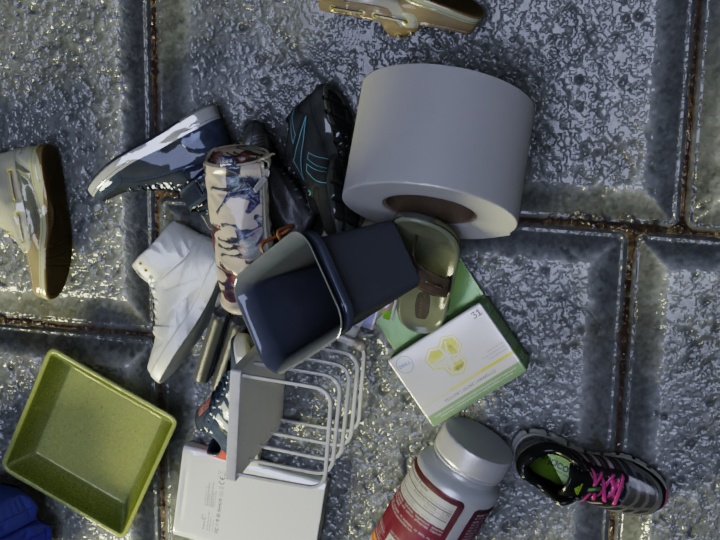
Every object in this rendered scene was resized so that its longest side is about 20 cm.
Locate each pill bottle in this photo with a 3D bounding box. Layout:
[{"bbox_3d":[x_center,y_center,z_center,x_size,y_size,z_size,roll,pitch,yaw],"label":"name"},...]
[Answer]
[{"bbox_3d":[0.101,0.289,1.752,0.114,0.114,0.201,31,109,6],"label":"pill bottle"}]

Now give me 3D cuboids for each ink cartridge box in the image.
[{"bbox_3d":[0.094,0.070,1.734,0.145,0.048,0.200,-33,96,20],"label":"ink cartridge box"}]

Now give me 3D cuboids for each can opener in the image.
[{"bbox_3d":[-0.161,0.061,1.803,0.053,0.067,0.201,25,122,6],"label":"can opener"}]

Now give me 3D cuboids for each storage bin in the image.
[{"bbox_3d":[-0.037,0.012,1.598,0.200,0.134,0.146,-34,78,55],"label":"storage bin"}]

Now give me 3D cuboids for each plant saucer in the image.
[{"bbox_3d":[-0.357,0.226,1.894,0.199,0.048,0.201,29,109,6],"label":"plant saucer"}]

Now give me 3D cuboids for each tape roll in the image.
[{"bbox_3d":[0.088,-0.130,1.581,0.201,0.203,0.140,6,77,13],"label":"tape roll"}]

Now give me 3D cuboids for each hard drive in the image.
[{"bbox_3d":[-0.146,0.312,1.871,0.199,0.026,0.133,13,107,11],"label":"hard drive"}]

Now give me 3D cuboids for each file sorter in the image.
[{"bbox_3d":[-0.074,0.164,1.722,0.124,0.200,0.140,8,106,11],"label":"file sorter"}]

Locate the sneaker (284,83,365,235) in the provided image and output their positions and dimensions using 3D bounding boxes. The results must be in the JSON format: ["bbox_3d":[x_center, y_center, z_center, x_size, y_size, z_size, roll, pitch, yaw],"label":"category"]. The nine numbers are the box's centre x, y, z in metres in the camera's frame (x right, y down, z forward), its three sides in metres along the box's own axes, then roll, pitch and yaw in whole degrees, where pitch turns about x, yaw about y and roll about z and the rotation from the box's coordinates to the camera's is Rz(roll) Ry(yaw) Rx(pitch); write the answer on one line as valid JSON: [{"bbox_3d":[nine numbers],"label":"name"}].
[{"bbox_3d":[-0.044,-0.121,1.685,0.079,0.075,0.201,-23,62,30],"label":"sneaker"}]

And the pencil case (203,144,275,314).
[{"bbox_3d":[-0.136,-0.047,1.679,0.089,0.078,0.201,12,113,45],"label":"pencil case"}]

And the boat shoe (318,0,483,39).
[{"bbox_3d":[0.044,-0.307,1.642,0.199,0.074,0.067,20,121,11],"label":"boat shoe"}]

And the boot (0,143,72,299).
[{"bbox_3d":[-0.462,-0.061,1.836,0.154,0.072,0.201,-1,99,15],"label":"boot"}]

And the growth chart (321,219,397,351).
[{"bbox_3d":[0.000,0.000,1.719,0.144,0.018,0.201,28,99,-8],"label":"growth chart"}]

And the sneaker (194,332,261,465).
[{"bbox_3d":[-0.171,0.166,1.790,0.084,0.075,0.201,4,122,6],"label":"sneaker"}]

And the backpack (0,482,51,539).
[{"bbox_3d":[-0.540,0.366,1.925,0.199,0.162,0.169,11,98,25],"label":"backpack"}]

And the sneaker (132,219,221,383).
[{"bbox_3d":[-0.249,0.035,1.807,0.115,0.074,0.201,30,100,8],"label":"sneaker"}]

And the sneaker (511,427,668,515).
[{"bbox_3d":[0.274,0.255,1.710,0.199,0.087,0.074,20,108,9],"label":"sneaker"}]

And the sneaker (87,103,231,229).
[{"bbox_3d":[-0.234,-0.097,1.762,0.202,0.077,0.147,-27,93,19],"label":"sneaker"}]

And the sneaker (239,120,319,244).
[{"bbox_3d":[-0.089,-0.091,1.734,0.090,0.066,0.201,-10,103,12],"label":"sneaker"}]

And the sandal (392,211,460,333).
[{"bbox_3d":[0.073,0.011,1.631,0.079,0.057,0.202,9,136,14],"label":"sandal"}]
